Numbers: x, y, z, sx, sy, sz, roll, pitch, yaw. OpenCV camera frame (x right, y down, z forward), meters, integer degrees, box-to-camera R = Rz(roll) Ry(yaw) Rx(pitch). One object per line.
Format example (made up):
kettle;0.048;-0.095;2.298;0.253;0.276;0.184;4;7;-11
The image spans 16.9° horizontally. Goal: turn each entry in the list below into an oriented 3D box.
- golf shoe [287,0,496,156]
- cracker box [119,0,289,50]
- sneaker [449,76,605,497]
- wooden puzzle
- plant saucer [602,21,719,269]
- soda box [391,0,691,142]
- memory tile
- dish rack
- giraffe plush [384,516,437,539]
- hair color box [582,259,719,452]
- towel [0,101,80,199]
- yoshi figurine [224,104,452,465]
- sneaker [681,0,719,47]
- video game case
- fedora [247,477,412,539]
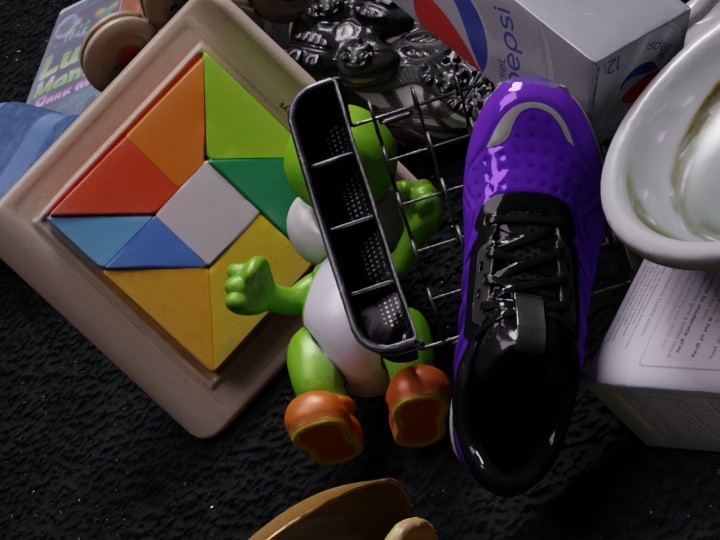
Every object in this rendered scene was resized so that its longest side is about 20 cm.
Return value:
golf shoe;0.057;-0.108;1.408;0.200;0.095;0.078;19;67;28
cracker box;-0.085;-0.175;1.517;0.200;0.058;0.134;-44;-27;-58
sneaker;0.080;0.012;1.128;0.069;0.200;0.100;3;9;2
wooden puzzle;-0.088;-0.030;1.387;0.200;0.185;0.037;-46;7;4
plant saucer;0.206;-0.061;1.083;0.200;0.050;0.200;-29;29;18
soda box;0.070;-0.148;1.217;0.068;0.063;0.200;-31;56;-28
memory tile;-0.066;-0.122;1.444;0.153;0.200;0.017;-44;45;1
dish rack;0.077;-0.045;1.231;0.200;0.055;0.154;-18;69;1
giraffe plush;0.048;0.190;1.003;0.200;0.162;0.173;-21;41;34
hair color box;0.206;0.031;1.092;0.200;0.061;0.099;1;55;50
towel;-0.215;-0.058;1.665;0.200;0.049;0.112;13;67;47
yoshi figurine;-0.008;-0.007;1.292;0.112;0.112;0.200;-43;43;42
sneaker;0.204;-0.162;1.259;0.200;0.071;0.073;-57;0;-38
video game case;-0.167;-0.154;1.758;0.200;0.023;0.182;-20;40;35
fedora;-0.024;0.192;1.111;0.082;0.201;0.201;38;84;26
